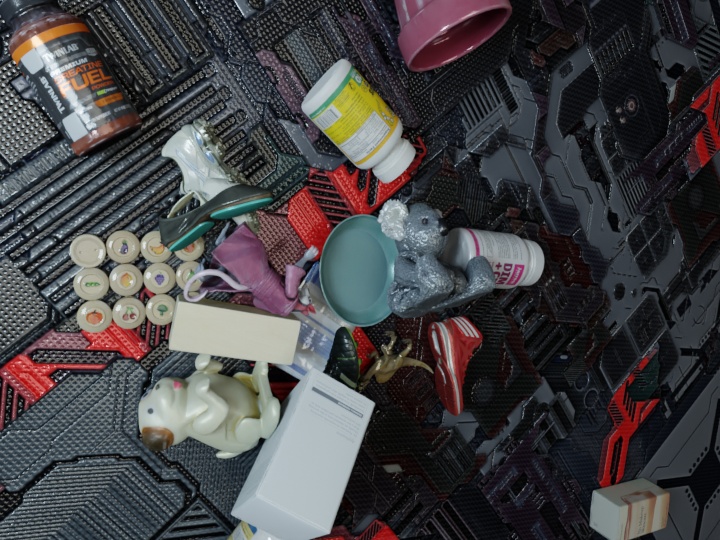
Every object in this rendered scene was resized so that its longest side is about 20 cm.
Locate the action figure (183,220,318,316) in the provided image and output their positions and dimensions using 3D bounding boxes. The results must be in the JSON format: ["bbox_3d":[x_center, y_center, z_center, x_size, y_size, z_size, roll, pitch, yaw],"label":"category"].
[{"bbox_3d":[-0.151,0.017,0.824,0.199,0.150,0.134,36,121,-12],"label":"action figure"}]

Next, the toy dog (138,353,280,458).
[{"bbox_3d":[-0.254,0.222,0.842,0.196,0.141,0.196,9,129,-27],"label":"toy dog"}]

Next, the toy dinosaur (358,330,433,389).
[{"bbox_3d":[0.065,0.176,1.029,0.197,0.058,0.103,-7,117,-37],"label":"toy dinosaur"}]

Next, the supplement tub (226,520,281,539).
[{"bbox_3d":[-0.188,0.524,0.889,0.201,0.144,0.145,-49,113,-12],"label":"supplement tub"}]

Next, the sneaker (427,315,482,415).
[{"bbox_3d":[0.214,0.193,1.080,0.114,0.078,0.204,-16,104,-22],"label":"sneaker"}]

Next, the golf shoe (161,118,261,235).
[{"bbox_3d":[-0.236,-0.135,0.838,0.096,0.079,0.202,-27,110,6],"label":"golf shoe"}]

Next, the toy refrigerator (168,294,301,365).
[{"bbox_3d":[-0.205,0.097,0.851,0.196,0.070,0.078,11,93,-22],"label":"toy refrigerator"}]

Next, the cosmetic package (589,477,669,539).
[{"bbox_3d":[0.708,0.628,1.366,0.196,0.087,0.106,-1,98,-25],"label":"cosmetic package"}]

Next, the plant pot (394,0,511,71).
[{"bbox_3d":[0.138,-0.482,0.908,0.197,0.200,0.182,-25,91,-21],"label":"plant pot"}]

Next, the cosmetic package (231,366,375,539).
[{"bbox_3d":[-0.091,0.297,0.817,0.122,0.200,0.202,30,53,-5],"label":"cosmetic package"}]

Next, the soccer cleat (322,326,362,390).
[{"bbox_3d":[-0.044,0.201,0.947,0.080,0.067,0.204,-9,114,-29],"label":"soccer cleat"}]

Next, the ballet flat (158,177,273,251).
[{"bbox_3d":[-0.227,-0.096,0.782,0.197,0.068,0.070,-24,88,13],"label":"ballet flat"}]

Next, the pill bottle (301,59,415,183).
[{"bbox_3d":[0.003,-0.251,0.903,0.200,0.112,0.114,42,79,-23],"label":"pill bottle"}]

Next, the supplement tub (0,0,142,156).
[{"bbox_3d":[-0.397,-0.268,0.711,0.106,0.107,0.202,-34,110,-18],"label":"supplement tub"}]

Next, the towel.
[{"bbox_3d":[-0.080,0.104,0.956,0.146,0.024,0.202,36,80,-26],"label":"towel"}]

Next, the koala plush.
[{"bbox_3d":[0.113,-0.031,0.945,0.175,0.183,0.204,0,69,-38],"label":"koala plush"}]

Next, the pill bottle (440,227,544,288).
[{"bbox_3d":[0.268,-0.022,1.058,0.196,0.113,0.116,3,95,-26],"label":"pill bottle"}]

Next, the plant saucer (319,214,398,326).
[{"bbox_3d":[0.000,0.000,0.960,0.197,0.036,0.205,-1,91,-36],"label":"plant saucer"}]

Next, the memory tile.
[{"bbox_3d":[-0.343,0.014,0.822,0.196,0.017,0.157,-4,98,-25],"label":"memory tile"}]
